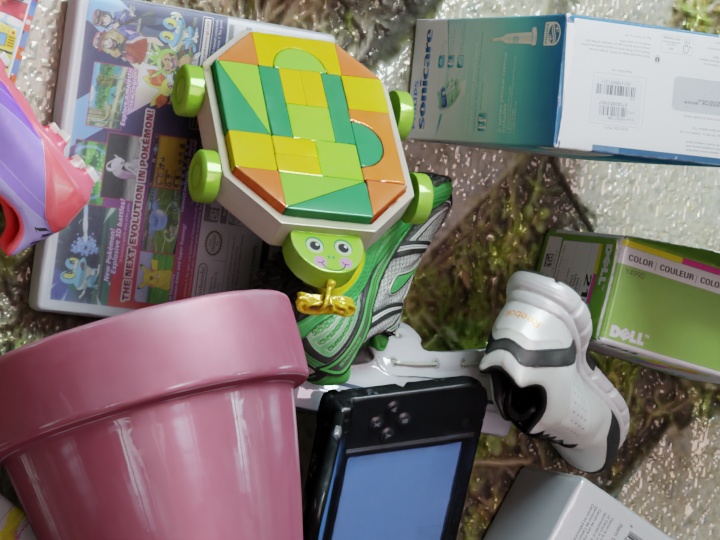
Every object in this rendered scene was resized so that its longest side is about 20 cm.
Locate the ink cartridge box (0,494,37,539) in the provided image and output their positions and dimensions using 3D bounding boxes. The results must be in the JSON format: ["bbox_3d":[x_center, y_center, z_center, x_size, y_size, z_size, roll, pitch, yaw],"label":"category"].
[{"bbox_3d":[-0.243,0.209,1.578,0.200,0.083,0.146,38,77,-24],"label":"ink cartridge box"}]

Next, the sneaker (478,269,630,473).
[{"bbox_3d":[0.121,0.083,1.720,0.080,0.073,0.200,-59,146,-23],"label":"sneaker"}]

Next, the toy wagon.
[{"bbox_3d":[-0.030,-0.062,1.603,0.154,0.040,0.201,5,50,-23],"label":"toy wagon"}]

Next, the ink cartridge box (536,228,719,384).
[{"bbox_3d":[0.224,0.029,1.735,0.147,0.200,0.076,16,87,-26],"label":"ink cartridge box"}]

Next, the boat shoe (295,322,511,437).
[{"bbox_3d":[0.017,0.067,1.713,0.199,0.073,0.067,10,86,-39],"label":"boat shoe"}]

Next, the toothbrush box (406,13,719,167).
[{"bbox_3d":[0.139,-0.115,1.683,0.146,0.200,0.086,5,93,-28],"label":"toothbrush box"}]

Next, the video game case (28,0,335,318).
[{"bbox_3d":[-0.112,-0.065,1.659,0.181,0.023,0.201,7,91,-27],"label":"video game case"}]

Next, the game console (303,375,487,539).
[{"bbox_3d":[0.010,0.185,1.646,0.175,0.116,0.201,-5,124,-28],"label":"game console"}]

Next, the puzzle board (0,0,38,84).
[{"bbox_3d":[-0.293,-0.156,1.564,0.199,0.017,0.152,17,86,-26],"label":"puzzle board"}]

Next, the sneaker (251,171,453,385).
[{"bbox_3d":[0.000,0.000,1.672,0.200,0.078,0.086,-46,128,-44],"label":"sneaker"}]

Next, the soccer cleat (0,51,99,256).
[{"bbox_3d":[-0.238,-0.100,1.555,0.076,0.067,0.200,-42,113,-9],"label":"soccer cleat"}]

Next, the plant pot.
[{"bbox_3d":[-0.115,0.124,1.521,0.199,0.200,0.180,-11,80,-26],"label":"plant pot"}]

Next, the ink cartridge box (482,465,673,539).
[{"bbox_3d":[0.169,0.247,1.789,0.200,0.084,0.145,35,77,-24],"label":"ink cartridge box"}]
